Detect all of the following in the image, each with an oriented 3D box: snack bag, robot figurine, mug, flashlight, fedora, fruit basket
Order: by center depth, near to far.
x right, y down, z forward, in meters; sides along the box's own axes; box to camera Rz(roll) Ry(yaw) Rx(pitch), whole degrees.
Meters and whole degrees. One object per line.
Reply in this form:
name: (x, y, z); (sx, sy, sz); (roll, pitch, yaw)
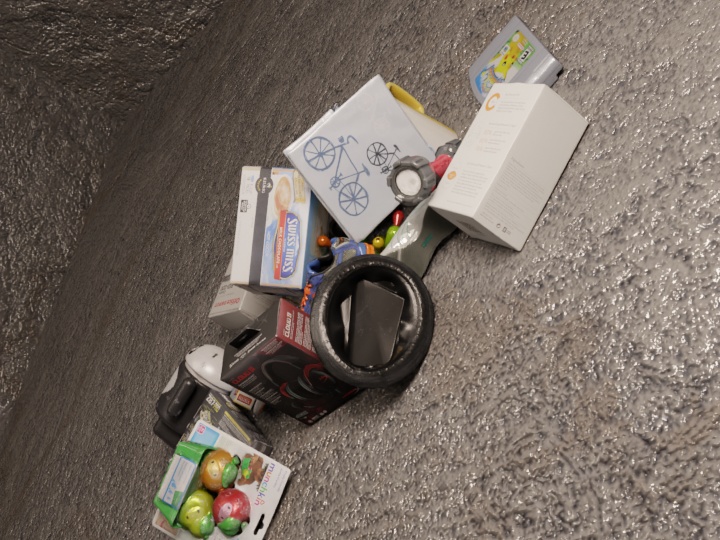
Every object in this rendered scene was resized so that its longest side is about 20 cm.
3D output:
fedora: (0.013, 0.082, 1.254); (0.092, 0.197, 0.204); (109, 178, -65)
flashlight: (0.108, -0.153, 1.277); (0.067, 0.069, 0.200); (-34, 2, 35)
snack bag: (0.007, -0.177, 1.343); (0.200, 0.189, 0.021); (-43, 20, -6)
fruit basket: (-0.225, 0.358, 1.356); (0.198, 0.093, 0.188); (21, 85, 33)
mug: (0.054, -0.218, 1.444); (0.150, 0.152, 0.187); (-53, 28, 12)
robot figurine: (-0.311, 0.238, 1.632); (0.202, 0.124, 0.150); (-57, 28, 5)

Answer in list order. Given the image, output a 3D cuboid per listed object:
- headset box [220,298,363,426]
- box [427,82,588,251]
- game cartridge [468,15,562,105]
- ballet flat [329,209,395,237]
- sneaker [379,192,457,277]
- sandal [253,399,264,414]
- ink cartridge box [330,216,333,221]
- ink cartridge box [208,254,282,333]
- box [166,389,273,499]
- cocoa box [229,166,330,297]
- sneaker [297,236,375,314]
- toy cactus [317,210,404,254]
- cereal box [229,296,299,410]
headset box: (-0.107, 0.139, 1.312); (0.148, 0.199, 0.076); (-36, 34, 33)
box: (0.202, -0.146, 1.189); (0.202, 0.097, 0.124); (-61, 27, -2)
game cartridge: (0.237, -0.314, 1.363); (0.134, 0.040, 0.201); (-51, 28, 22)
ballet flat: (-0.005, -0.106, 1.531); (0.199, 0.056, 0.067); (-21, 46, 56)
sneaker: (0.084, -0.043, 1.329); (0.201, 0.070, 0.080); (-49, 16, 11)
sandal: (-0.116, 0.161, 1.460); (0.209, 0.058, 0.079); (-63, 4, 13)
ink cartridge box: (-0.054, -0.142, 1.589); (0.200, 0.068, 0.116); (-43, 10, 15)
ink cartridge box: (-0.211, 0.017, 1.728); (0.145, 0.084, 0.203); (-14, 53, 54)
box: (-0.249, 0.322, 1.498); (0.199, 0.049, 0.163); (30, 91, 52)
cocoa box: (-0.130, -0.062, 1.463); (0.129, 0.133, 0.204); (4, 83, 14)
sneaker: (-0.061, 0.020, 1.347); (0.201, 0.078, 0.076); (-51, 24, 22)
toy cactus: (0.000, 0.000, 1.404); (0.198, 0.102, 0.168); (-26, 51, 33)
cereal box: (-0.172, 0.147, 1.542); (0.203, 0.039, 0.144); (-65, 8, -8)
